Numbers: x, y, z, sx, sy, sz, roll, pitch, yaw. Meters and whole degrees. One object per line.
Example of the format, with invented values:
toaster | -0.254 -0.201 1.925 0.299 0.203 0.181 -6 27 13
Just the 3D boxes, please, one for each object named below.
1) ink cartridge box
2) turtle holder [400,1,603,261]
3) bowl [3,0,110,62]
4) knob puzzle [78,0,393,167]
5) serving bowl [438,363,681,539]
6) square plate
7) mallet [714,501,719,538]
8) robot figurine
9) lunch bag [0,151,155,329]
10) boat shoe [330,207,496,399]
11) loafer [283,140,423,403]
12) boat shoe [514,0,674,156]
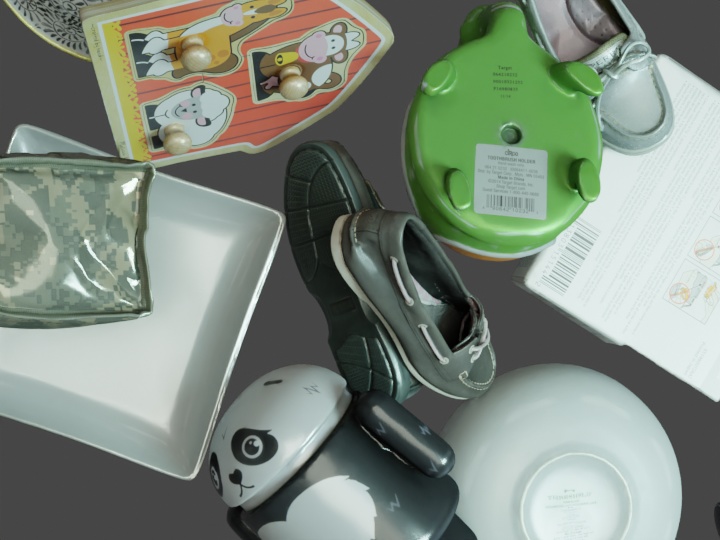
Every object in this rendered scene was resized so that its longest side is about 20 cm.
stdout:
ink cartridge box | 0.237 -0.031 1.259 0.176 0.045 0.200 32 86 -9
turtle holder | 0.085 -0.094 1.181 0.141 0.132 0.186 -24 79 -16
bowl | -0.161 -0.238 1.146 0.201 0.094 0.201 -2 97 -13
knob puzzle | -0.073 -0.131 1.126 0.219 0.220 0.030 -11 60 -10
serving bowl | 0.149 0.171 1.239 0.200 0.066 0.200 -1 93 -11
square plate | -0.176 0.022 1.177 0.200 0.028 0.198 19 89 -1
mallet | 0.330 0.259 1.295 0.066 0.041 0.200 -21 100 -6
robot figurine | -0.013 0.157 1.174 0.200 0.125 0.150 44 85 -6
lunch bag | -0.247 -0.022 1.054 0.200 0.164 0.118 0 89 -23
boat shoe | 0.053 0.028 1.174 0.200 0.057 0.067 48 47 -39
loafer | 0.000 0.000 1.213 0.063 0.072 0.200 -23 100 -50
boat shoe | 0.158 -0.174 1.209 0.074 0.065 0.202 -28 84 5
